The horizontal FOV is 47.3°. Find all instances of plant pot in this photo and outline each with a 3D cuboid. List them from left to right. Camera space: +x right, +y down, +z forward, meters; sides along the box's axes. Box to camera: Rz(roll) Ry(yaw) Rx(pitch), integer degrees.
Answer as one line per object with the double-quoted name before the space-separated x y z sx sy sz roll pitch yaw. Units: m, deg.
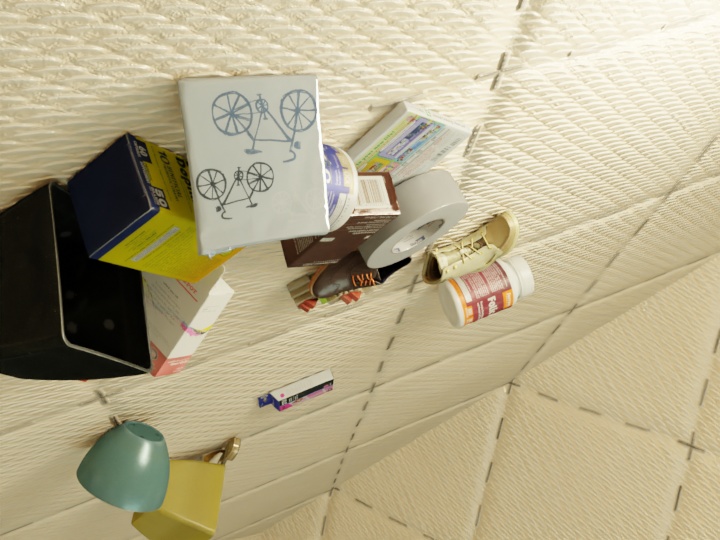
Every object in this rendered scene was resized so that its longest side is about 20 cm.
"plant pot" -0.394 0.040 1.030 0.175 0.203 0.200 -18 160 11
"plant pot" -0.494 0.408 1.781 0.199 0.198 0.137 17 99 -60
"plant pot" -0.494 0.618 2.191 0.175 0.202 0.200 27 132 -24

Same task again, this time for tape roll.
"tape roll" 0.082 -0.084 1.383 0.198 0.067 0.201 -29 167 -7

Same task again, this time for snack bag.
"snack bag" -0.118 -0.127 0.969 0.186 0.204 0.021 -12 -169 -34

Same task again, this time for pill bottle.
"pill bottle" -0.107 -0.115 1.070 0.198 0.121 0.119 2 146 -49
"pill bottle" 0.285 0.044 1.866 0.197 0.116 0.115 -21 158 -11

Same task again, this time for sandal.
"sandal" -0.404 0.523 2.292 0.069 0.078 0.212 21 130 -19

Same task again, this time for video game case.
"video game case" 0.049 -0.171 1.251 0.199 0.022 0.181 -38 156 30

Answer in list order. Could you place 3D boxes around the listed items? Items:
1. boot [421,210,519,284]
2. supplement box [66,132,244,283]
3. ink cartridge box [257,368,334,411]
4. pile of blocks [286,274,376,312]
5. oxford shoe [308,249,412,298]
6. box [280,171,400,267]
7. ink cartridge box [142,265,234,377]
"boot" 0.219 -0.042 1.657 0.153 0.074 0.200 -15 162 -31
"supplement box" -0.247 -0.071 1.033 0.109 0.110 0.199 -32 158 19
"ink cartridge box" -0.163 0.312 2.095 0.197 0.038 0.095 -19 157 -12
"pile of blocks" -0.040 0.033 1.557 0.197 0.063 0.082 -17 157 -22
"oxford shoe" 0.000 0.000 1.486 0.198 0.073 0.072 -29 129 -5
"box" -0.037 -0.075 1.256 0.099 0.076 0.199 -5 163 -34
"ink cartridge box" -0.266 0.041 1.204 0.201 0.116 0.067 -53 160 16
